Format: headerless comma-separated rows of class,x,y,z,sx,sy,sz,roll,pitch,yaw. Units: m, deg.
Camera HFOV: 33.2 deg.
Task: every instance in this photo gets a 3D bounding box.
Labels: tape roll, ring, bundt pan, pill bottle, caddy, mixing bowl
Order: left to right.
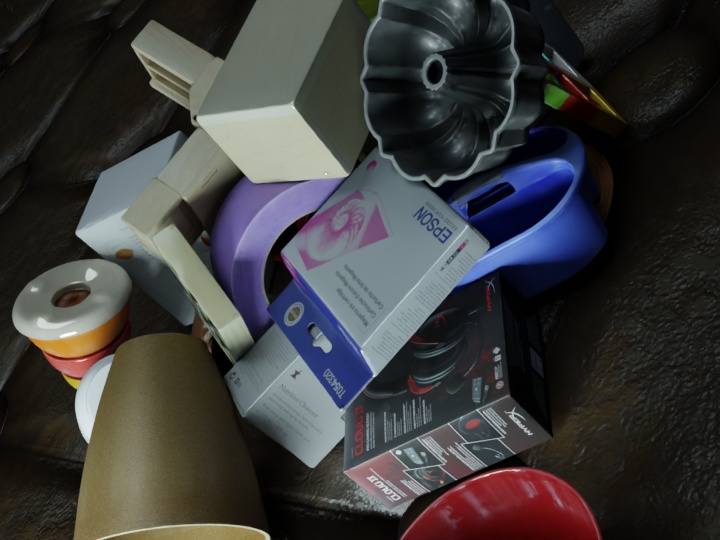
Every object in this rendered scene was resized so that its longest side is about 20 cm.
pill bottle,-0.262,0.150,1.339,0.109,0.108,0.200,-57,4,-16
tape roll,-0.052,-0.016,1.262,0.200,0.200,0.085,-45,32,1
bundt pan,0.092,-0.179,1.096,0.201,0.075,0.205,5,97,48
caddy,0.135,-0.053,1.135,0.199,0.105,0.142,-29,37,25
mixing bowl,0.114,0.254,0.859,0.199,0.108,0.201,-31,36,25
ring,0.168,-0.045,1.206,0.199,0.019,0.202,-30,37,25

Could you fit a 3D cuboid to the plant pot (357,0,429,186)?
plant pot,0.034,-0.192,1.366,0.199,0.184,0.202,-29,36,24

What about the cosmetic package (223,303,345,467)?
cosmetic package,-0.026,0.083,1.208,0.200,0.113,0.081,-47,33,3

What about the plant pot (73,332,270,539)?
plant pot,-0.189,0.171,1.170,0.185,0.186,0.202,-24,62,31

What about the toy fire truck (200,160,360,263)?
toy fire truck,-0.101,-0.110,1.425,0.111,0.167,0.202,1,78,49

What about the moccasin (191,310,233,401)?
moccasin,-0.159,0.089,1.391,0.077,0.074,0.203,-15,42,31

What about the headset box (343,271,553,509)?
headset box,0.067,0.114,1.097,0.199,0.075,0.150,-28,37,27

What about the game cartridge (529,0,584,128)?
game cartridge,0.148,-0.200,1.289,0.200,0.133,0.042,-48,32,-1

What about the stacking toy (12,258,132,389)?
stacking toy,-0.326,0.101,1.470,0.144,0.202,0.147,-8,33,6

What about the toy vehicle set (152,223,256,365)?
toy vehicle set,-0.150,0.044,1.254,0.026,0.200,0.125,-35,67,-9

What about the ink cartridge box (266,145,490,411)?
ink cartridge box,0.000,0.000,1.123,0.200,0.043,0.196,-48,37,2

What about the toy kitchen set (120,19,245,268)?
toy kitchen set,-0.199,-0.118,1.319,0.180,0.163,0.201,32,76,24

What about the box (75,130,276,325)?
box,-0.219,-0.048,1.489,0.151,0.200,0.107,-20,40,33

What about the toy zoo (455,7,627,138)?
toy zoo,0.189,-0.193,1.191,0.021,0.199,0.132,-49,56,21

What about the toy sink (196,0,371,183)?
toy sink,-0.048,-0.196,1.190,0.129,0.112,0.202,-1,55,38
